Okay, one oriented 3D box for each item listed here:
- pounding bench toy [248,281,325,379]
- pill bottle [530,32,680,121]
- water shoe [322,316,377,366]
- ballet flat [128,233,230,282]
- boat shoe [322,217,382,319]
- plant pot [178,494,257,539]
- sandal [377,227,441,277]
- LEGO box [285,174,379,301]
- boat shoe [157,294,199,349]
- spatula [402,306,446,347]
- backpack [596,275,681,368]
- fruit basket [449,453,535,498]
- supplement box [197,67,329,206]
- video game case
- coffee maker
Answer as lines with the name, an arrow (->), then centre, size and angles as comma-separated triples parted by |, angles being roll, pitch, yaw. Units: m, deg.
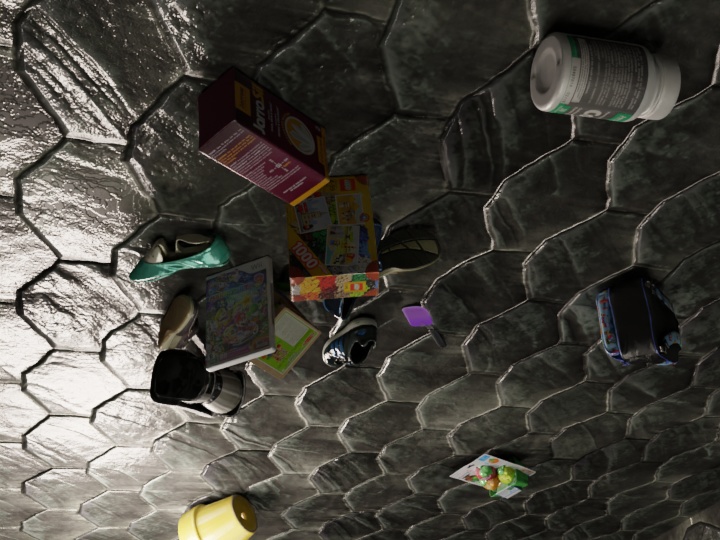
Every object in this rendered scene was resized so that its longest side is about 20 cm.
pounding bench toy -> -0.163, 0.073, 1.728 | 0.200, 0.156, 0.124 | -49, 137, 3
pill bottle -> 0.362, -0.282, 1.305 | 0.197, 0.114, 0.114 | 4, 145, -15
water shoe -> -0.028, 0.178, 1.951 | 0.071, 0.080, 0.200 | 11, 143, -24
ballet flat -> -0.337, -0.032, 1.614 | 0.197, 0.068, 0.071 | -11, 122, 7
boat shoe -> 0.000, 0.000, 1.638 | 0.083, 0.069, 0.202 | 1, 120, -38
plant pot -> -0.426, 0.793, 2.712 | 0.188, 0.202, 0.201 | -33, 140, 13
sandal -> 0.060, -0.026, 1.684 | 0.199, 0.081, 0.057 | -17, 168, 22
LEGO box -> -0.050, -0.055, 1.491 | 0.146, 0.202, 0.078 | -4, 147, -4
boat shoe -> -0.361, 0.108, 1.804 | 0.064, 0.073, 0.200 | 7, 148, -28
spatula -> 0.153, 0.129, 1.961 | 0.056, 0.021, 0.200 | -7, 151, 25
backpack -> 0.610, 0.121, 1.903 | 0.133, 0.185, 0.199 | -18, 158, 31
fruit basket -> 0.402, 0.624, 2.681 | 0.198, 0.095, 0.185 | 18, 140, -27
supplement box -> -0.146, -0.200, 1.342 | 0.085, 0.112, 0.199 | -30, 140, 31
video game case -> -0.228, 0.080, 1.660 | 0.141, 0.202, 0.018 | -18, 145, 18
coffee maker -> -0.374, 0.256, 1.927 | 0.190, 0.136, 0.200 | -21, 156, 13
